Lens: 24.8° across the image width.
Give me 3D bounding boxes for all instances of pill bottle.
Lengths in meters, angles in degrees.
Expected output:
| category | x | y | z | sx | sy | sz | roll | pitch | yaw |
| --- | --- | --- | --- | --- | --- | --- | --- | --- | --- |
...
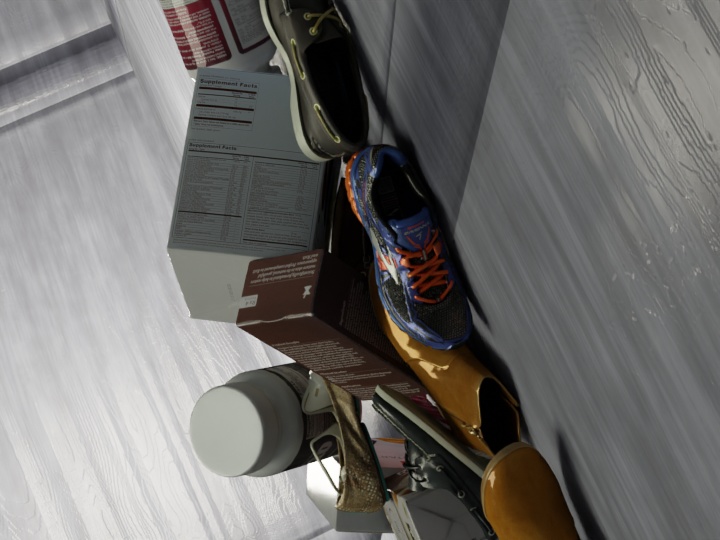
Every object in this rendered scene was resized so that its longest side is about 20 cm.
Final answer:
| category | x | y | z | sx | sy | sz | roll | pitch | yaw |
| --- | --- | --- | --- | --- | --- | --- | --- | --- | --- |
| pill bottle | -0.158 | -0.276 | 1.832 | 0.110 | 0.109 | 0.202 | -139 | 27 | -69 |
| pill bottle | -0.090 | 0.159 | 1.757 | 0.199 | 0.113 | 0.114 | -6 | -113 | -61 |

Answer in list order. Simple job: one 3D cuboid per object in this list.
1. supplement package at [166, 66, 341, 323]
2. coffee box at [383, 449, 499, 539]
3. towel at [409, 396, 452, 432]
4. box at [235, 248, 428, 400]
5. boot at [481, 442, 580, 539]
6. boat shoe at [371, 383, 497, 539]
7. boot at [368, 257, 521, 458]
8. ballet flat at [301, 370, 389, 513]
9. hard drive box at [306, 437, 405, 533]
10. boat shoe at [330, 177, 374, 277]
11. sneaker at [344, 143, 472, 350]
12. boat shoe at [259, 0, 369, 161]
| category | x | y | z | sx | sy | sz | roll | pitch | yaw |
| --- | --- | --- | --- | --- | --- | --- | --- | --- | --- |
| supplement package | -0.103 | -0.069 | 1.678 | 0.192 | 0.145 | 0.202 | 87 | -171 | -68 |
| coffee box | 0.091 | 0.241 | 1.696 | 0.200 | 0.114 | 0.080 | 159 | 87 | -80 |
| towel | 0.038 | 0.132 | 1.795 | 0.144 | 0.023 | 0.200 | 32 | 180 | -15 |
| box | -0.016 | 0.056 | 1.582 | 0.200 | 0.099 | 0.076 | 33 | -121 | -44 |
| boot | 0.175 | 0.247 | 1.369 | 0.144 | 0.070 | 0.202 | 46 | 163 | 47 |
| boat shoe | 0.075 | 0.187 | 1.549 | 0.199 | 0.066 | 0.075 | 39 | -174 | -22 |
| boot | 0.085 | 0.077 | 1.499 | 0.202 | 0.070 | 0.144 | 63 | 167 | -16 |
| ballet flat | -0.025 | 0.155 | 1.686 | 0.071 | 0.065 | 0.202 | 128 | 127 | -80 |
| hard drive box | 0.030 | 0.247 | 1.901 | 0.200 | 0.154 | 0.078 | -160 | 74 | -77 |
| boat shoe | 0.000 | 0.000 | 1.726 | 0.071 | 0.070 | 0.202 | -72 | -13 | -66 |
| sneaker | 0.042 | -0.022 | 1.446 | 0.201 | 0.075 | 0.078 | 64 | 168 | 5 |
| boat shoe | -0.037 | -0.201 | 1.470 | 0.060 | 0.071 | 0.203 | -7 | 100 | 52 |
